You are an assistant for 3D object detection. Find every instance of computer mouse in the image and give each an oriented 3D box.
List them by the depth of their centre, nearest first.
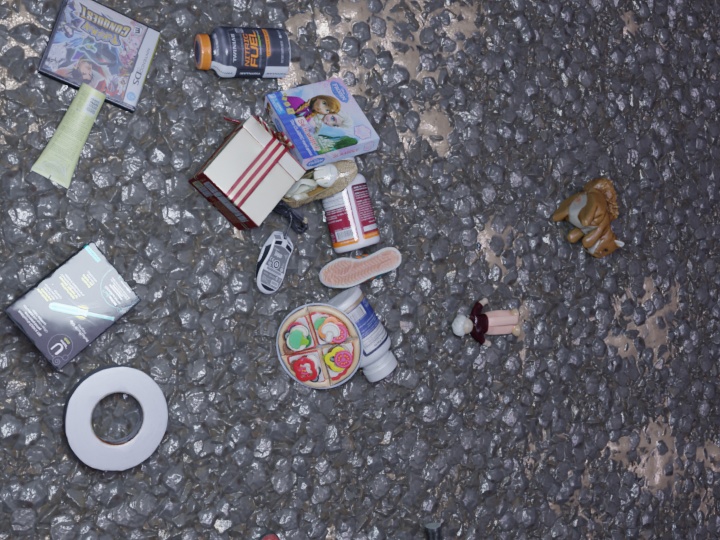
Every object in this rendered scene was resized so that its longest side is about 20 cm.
[{"bbox_3d":[-0.189,-0.048,1.645,0.109,0.043,0.204,32,75,-44],"label":"computer mouse"}]

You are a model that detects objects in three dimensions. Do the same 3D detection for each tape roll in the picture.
[{"bbox_3d":[-0.488,0.292,1.476,0.196,0.066,0.205,2,86,-26],"label":"tape roll"}]

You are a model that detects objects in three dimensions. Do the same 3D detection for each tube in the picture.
[{"bbox_3d":[-0.575,-0.272,1.470,0.057,0.052,0.203,26,90,20],"label":"tube"}]

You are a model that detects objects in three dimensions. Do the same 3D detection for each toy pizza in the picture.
[{"bbox_3d":[-0.092,0.172,1.635,0.195,0.032,0.205,2,106,5],"label":"toy pizza"}]

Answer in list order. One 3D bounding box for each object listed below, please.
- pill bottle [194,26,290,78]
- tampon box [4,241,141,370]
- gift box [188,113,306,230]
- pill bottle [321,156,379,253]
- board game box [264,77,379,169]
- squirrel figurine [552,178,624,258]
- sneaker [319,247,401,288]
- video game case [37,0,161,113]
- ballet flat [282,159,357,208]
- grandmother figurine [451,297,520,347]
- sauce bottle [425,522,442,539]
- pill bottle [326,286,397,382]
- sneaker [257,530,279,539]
[{"bbox_3d":[-0.258,-0.472,1.604,0.196,0.106,0.109,-7,90,-25],"label":"pill bottle"},{"bbox_3d":[-0.553,0.067,1.422,0.200,0.126,0.151,-42,104,-20],"label":"tampon box"},{"bbox_3d":[-0.242,-0.220,1.557,0.200,0.184,0.188,47,72,-23],"label":"gift box"},{"bbox_3d":[-0.030,-0.150,1.695,0.111,0.112,0.204,-15,94,-25],"label":"pill bottle"},{"bbox_3d":[-0.088,-0.334,1.663,0.196,0.041,0.202,-20,65,-25],"label":"board game box"},{"bbox_3d":[0.653,-0.140,2.016,0.187,0.141,0.201,43,73,-24],"label":"squirrel figurine"},{"bbox_3d":[0.000,0.000,1.729,0.196,0.080,0.073,-14,82,-4],"label":"sneaker"},{"bbox_3d":[-0.531,-0.448,1.515,0.197,0.025,0.184,21,79,-24],"label":"video game case"},{"bbox_3d":[-0.099,-0.191,1.623,0.065,0.197,0.072,15,54,-59],"label":"ballet flat"},{"bbox_3d":[0.316,0.132,1.880,0.196,0.060,0.124,-4,81,-29],"label":"grandmother figurine"},{"bbox_3d":[0.185,0.715,1.783,0.063,0.064,0.205,-6,88,-25],"label":"sauce bottle"},{"bbox_3d":[0.001,0.149,1.695,0.110,0.110,0.202,-37,103,-22],"label":"pill bottle"},{"bbox_3d":[-0.203,0.668,1.578,0.070,0.098,0.205,16,79,-22],"label":"sneaker"}]
